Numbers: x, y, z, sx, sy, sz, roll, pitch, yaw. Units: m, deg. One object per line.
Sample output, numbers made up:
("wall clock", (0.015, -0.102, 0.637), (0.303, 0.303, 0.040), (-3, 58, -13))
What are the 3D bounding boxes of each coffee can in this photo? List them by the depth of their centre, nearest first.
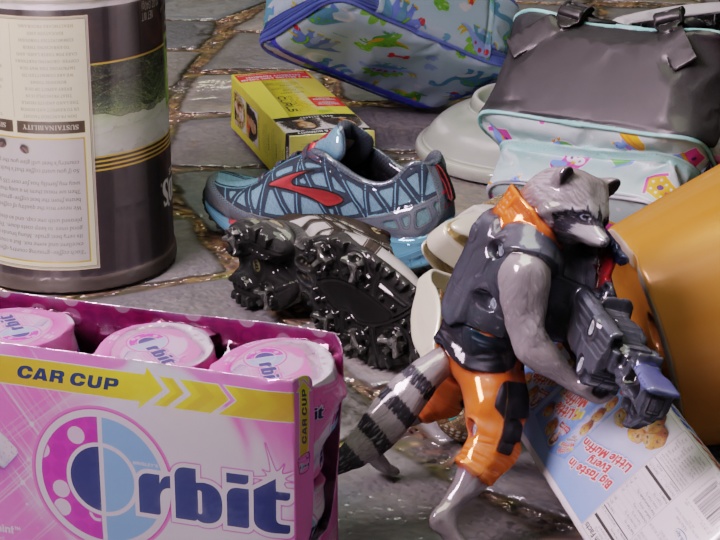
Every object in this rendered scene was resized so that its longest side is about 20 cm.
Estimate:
("coffee can", (-0.201, -0.104, 1.278), (0.145, 0.202, 0.147), (0, 21, 0))

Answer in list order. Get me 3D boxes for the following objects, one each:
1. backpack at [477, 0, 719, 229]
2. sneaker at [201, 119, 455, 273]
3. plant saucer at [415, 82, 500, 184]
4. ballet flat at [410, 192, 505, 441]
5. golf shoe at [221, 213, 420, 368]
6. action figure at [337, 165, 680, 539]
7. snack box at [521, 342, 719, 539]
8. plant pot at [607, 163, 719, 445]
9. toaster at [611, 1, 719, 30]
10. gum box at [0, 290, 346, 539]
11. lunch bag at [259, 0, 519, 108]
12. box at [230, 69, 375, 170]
("backpack", (0.185, -0.066, 1.223), (0.174, 0.155, 0.200), (7, -16, 33))
("sneaker", (-0.020, -0.063, 1.317), (0.198, 0.096, 0.079), (9, 22, 23))
("plant saucer", (0.143, -0.120, 1.537), (0.198, 0.051, 0.200), (-1, 21, 0))
("ballet flat", (0.064, 0.008, 1.075), (0.065, 0.070, 0.201), (37, 36, -21))
("golf shoe", (0.000, 0.000, 1.179), (0.094, 0.079, 0.199), (-15, 26, -35))
("action figure", (0.071, 0.038, 0.905), (0.104, 0.195, 0.200), (24, 7, -17))
("snack box", (0.125, 0.088, 0.916), (0.024, 0.072, 0.200), (40, 11, -31))
("plant pot", (0.238, 0.010, 1.019), (0.182, 0.202, 0.200), (-18, 22, -2))
("toaster", (0.234, -0.118, 1.385), (0.198, 0.130, 0.114), (-10, 42, -26))
("gum box", (-0.103, 0.083, 0.901), (0.198, 0.115, 0.066), (7, 21, 17))
("lunch bag", (0.023, -0.207, 1.593), (0.199, 0.083, 0.160), (19, -19, -31))
("box", (-0.049, -0.115, 1.523), (0.074, 0.051, 0.200), (-5, 20, -15))
